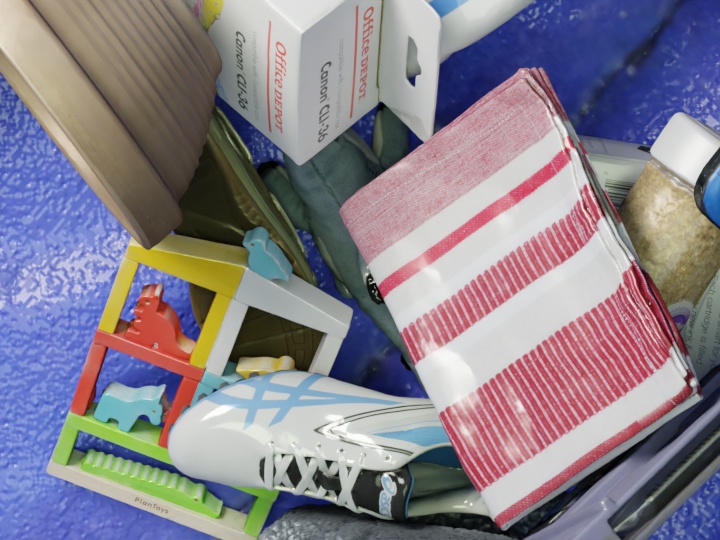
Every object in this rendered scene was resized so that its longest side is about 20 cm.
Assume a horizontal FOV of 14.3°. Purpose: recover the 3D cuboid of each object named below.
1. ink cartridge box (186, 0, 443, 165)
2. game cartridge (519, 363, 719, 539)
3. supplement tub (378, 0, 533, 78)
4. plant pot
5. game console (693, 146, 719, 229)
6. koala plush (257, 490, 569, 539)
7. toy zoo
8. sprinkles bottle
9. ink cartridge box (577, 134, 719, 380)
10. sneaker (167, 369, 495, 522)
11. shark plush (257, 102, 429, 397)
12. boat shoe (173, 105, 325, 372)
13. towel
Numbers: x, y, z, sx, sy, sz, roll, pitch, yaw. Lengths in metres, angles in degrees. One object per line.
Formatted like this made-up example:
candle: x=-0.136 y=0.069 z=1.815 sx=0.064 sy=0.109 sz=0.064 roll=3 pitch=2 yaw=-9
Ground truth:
ink cartridge box: x=-0.049 y=-0.140 z=1.515 sx=0.067 sy=0.117 sz=0.200 roll=-39 pitch=64 yaw=-24
game cartridge: x=0.151 y=0.102 z=1.471 sx=0.200 sy=0.130 sz=0.038 roll=-40 pitch=94 yaw=-26
supplement tub: x=0.015 y=-0.217 z=1.539 sx=0.132 sy=0.132 sz=0.200 roll=-34 pitch=98 yaw=6
plant pot: x=-0.136 y=-0.116 z=1.477 sx=0.093 sy=0.201 sz=0.201 roll=-37 pitch=98 yaw=-6
game console: x=0.254 y=-0.073 z=1.522 sx=0.200 sy=0.118 sz=0.171 roll=37 pitch=91 yaw=-37
koala plush: x=0.032 y=0.234 z=1.610 sx=0.183 sy=0.177 sz=0.201 roll=1 pitch=101 yaw=12
toy zoo: x=-0.087 y=0.057 z=1.608 sx=0.131 sy=0.020 sz=0.201 roll=20 pitch=122 yaw=-3
sprinkles bottle: x=0.142 y=0.016 z=1.526 sx=0.068 sy=0.068 sz=0.200 roll=32 pitch=99 yaw=-5
ink cartridge box: x=0.170 y=0.008 z=1.601 sx=0.199 sy=0.084 sz=0.146 roll=9 pitch=100 yaw=-1
sneaker: x=-0.008 y=0.102 z=1.573 sx=0.199 sy=0.073 sz=0.072 roll=3 pitch=126 yaw=0
shark plush: x=0.000 y=0.000 z=1.602 sx=0.090 sy=0.083 sz=0.201 roll=-14 pitch=100 yaw=3
boat shoe: x=-0.072 y=-0.022 z=1.612 sx=0.073 sy=0.063 sz=0.201 roll=-24 pitch=110 yaw=20
towel: x=0.079 y=0.014 z=1.486 sx=0.144 sy=0.023 sz=0.201 roll=-37 pitch=67 yaw=28
